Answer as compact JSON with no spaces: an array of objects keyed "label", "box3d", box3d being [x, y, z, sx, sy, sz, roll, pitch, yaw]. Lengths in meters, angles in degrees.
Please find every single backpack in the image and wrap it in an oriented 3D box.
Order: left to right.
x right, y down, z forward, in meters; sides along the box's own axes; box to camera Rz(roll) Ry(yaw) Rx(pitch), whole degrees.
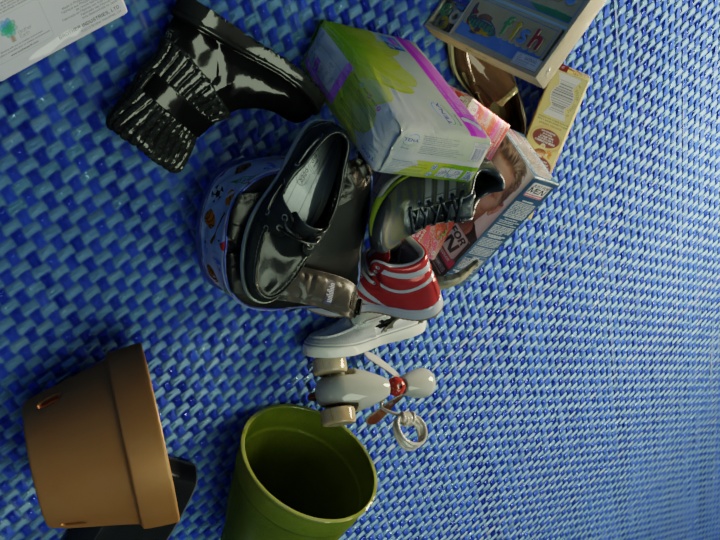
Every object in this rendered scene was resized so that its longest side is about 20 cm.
[{"label":"backpack","box3d":[-0.092,-0.047,1.066,0.188,0.153,0.205,-6,105,-42]}]

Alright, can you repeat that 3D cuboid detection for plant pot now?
[{"label":"plant pot","box3d":[-0.287,0.196,1.041,0.137,0.201,0.203,-13,128,-15]},{"label":"plant pot","box3d":[-0.105,0.326,1.302,0.198,0.201,0.195,-1,131,-41]}]

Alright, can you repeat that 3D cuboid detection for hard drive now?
[{"label":"hard drive","box3d":[-0.300,0.330,1.217,0.134,0.042,0.202,30,96,-49]}]

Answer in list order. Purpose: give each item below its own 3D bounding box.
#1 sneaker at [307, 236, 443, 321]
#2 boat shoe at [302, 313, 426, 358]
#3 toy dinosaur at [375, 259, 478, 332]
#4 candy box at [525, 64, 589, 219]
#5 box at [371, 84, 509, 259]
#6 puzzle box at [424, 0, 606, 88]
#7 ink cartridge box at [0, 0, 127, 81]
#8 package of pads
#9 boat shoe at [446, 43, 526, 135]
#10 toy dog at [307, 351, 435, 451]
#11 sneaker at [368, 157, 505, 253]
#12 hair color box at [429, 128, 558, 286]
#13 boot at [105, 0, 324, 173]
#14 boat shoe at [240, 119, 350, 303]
[{"label":"sneaker","box3d":[0.000,0.000,1.161,0.114,0.196,0.072,74,26,-43]},{"label":"boat shoe","box3d":[0.004,0.068,1.308,0.198,0.070,0.073,-14,104,-31]},{"label":"toy dinosaur","box3d":[0.058,0.031,1.254,0.195,0.048,0.090,-1,117,0]},{"label":"candy box","box3d":[0.258,-0.183,1.326,0.115,0.054,0.203,-44,157,-70]},{"label":"box","box3d":[0.086,-0.132,1.209,0.094,0.102,0.202,21,101,-48]},{"label":"puzzle box","box3d":[0.178,-0.304,1.099,0.134,0.199,0.025,-54,138,2]},{"label":"ink cartridge box","box3d":[-0.294,-0.282,0.776,0.135,0.076,0.202,-35,137,-20]},{"label":"package of pads","box3d":[0.036,-0.189,1.048,0.152,0.201,0.069,0,135,-42]},{"label":"boat shoe","box3d":[0.175,-0.246,1.230,0.075,0.075,0.203,-44,138,-9]},{"label":"toy dog","box3d":[0.004,0.175,1.346,0.197,0.096,0.134,23,67,-26]},{"label":"sneaker","box3d":[0.088,-0.082,1.093,0.199,0.080,0.075,-38,140,-25]},{"label":"hair color box","box3d":[0.160,-0.084,1.264,0.060,0.101,0.201,9,131,-44]},{"label":"boot","box3d":[-0.148,-0.166,0.984,0.209,0.079,0.160,27,91,-38]},{"label":"boat shoe","box3d":[-0.060,-0.058,0.962,0.074,0.066,0.202,31,83,-28]}]
